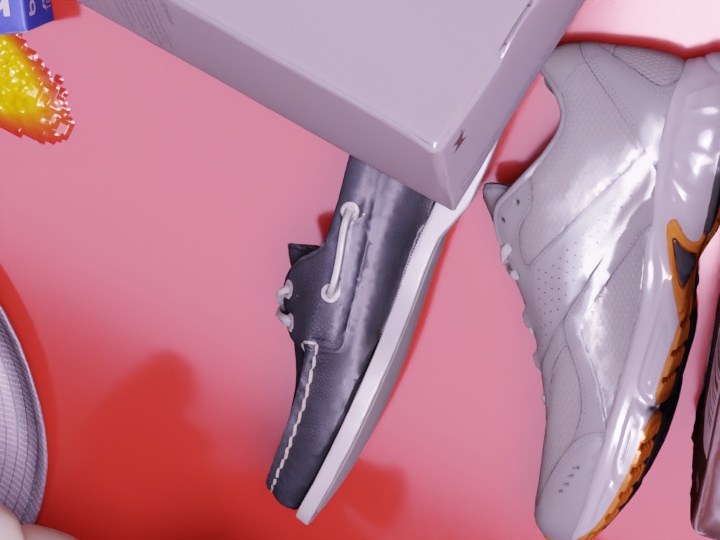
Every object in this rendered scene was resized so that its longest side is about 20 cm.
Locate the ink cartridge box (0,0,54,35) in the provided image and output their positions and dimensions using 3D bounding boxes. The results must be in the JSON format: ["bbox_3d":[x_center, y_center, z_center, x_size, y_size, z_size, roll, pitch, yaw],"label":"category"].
[{"bbox_3d":[-0.229,-0.135,1.026,0.200,0.044,0.094,-5,101,9],"label":"ink cartridge box"}]

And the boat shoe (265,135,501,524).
[{"bbox_3d":[0.000,0.000,1.006,0.060,0.076,0.200,24,90,3],"label":"boat shoe"}]

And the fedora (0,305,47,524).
[{"bbox_3d":[-0.227,0.063,1.036,0.177,0.090,0.200,-19,97,11],"label":"fedora"}]

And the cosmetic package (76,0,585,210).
[{"bbox_3d":[-0.023,-0.122,0.948,0.200,0.081,0.113,32,80,12],"label":"cosmetic package"}]

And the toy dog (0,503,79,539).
[{"bbox_3d":[-0.070,0.178,1.004,0.200,0.194,0.140,10,76,-17],"label":"toy dog"}]

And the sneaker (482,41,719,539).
[{"bbox_3d":[0.086,0.006,0.999,0.092,0.076,0.200,15,94,13],"label":"sneaker"}]

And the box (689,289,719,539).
[{"bbox_3d":[0.230,0.018,0.926,0.200,0.164,0.166,11,100,6],"label":"box"}]
